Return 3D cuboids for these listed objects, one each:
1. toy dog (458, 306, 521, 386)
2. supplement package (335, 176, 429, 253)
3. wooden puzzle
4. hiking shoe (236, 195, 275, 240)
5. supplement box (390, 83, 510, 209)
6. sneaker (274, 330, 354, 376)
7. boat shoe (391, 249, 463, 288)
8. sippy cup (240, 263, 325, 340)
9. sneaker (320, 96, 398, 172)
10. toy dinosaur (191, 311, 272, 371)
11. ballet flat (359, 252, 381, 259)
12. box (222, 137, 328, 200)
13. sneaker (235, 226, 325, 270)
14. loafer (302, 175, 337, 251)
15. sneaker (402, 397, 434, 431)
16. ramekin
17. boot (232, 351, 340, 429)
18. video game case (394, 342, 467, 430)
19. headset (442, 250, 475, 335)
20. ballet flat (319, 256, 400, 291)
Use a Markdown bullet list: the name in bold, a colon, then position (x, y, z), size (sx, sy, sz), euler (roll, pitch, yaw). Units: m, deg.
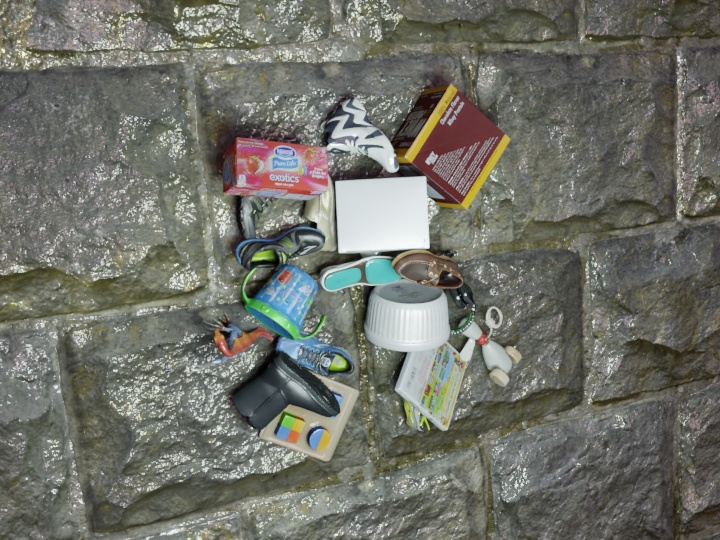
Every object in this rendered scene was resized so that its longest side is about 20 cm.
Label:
- **toy dog**: position (0.316, 0.198, 1.699), size (0.131, 0.096, 0.201), euler (-27, 93, -25)
- **supplement package**: position (0.048, -0.120, 1.481), size (0.198, 0.111, 0.157), euler (-3, 91, 1)
- **wooden puzzle**: position (-0.113, 0.337, 1.562), size (0.199, 0.046, 0.187), euler (25, 88, -23)
- **hiking shoe**: position (-0.211, -0.160, 1.436), size (0.100, 0.076, 0.202), euler (3, 96, -19)
- **supplement box**: position (0.196, -0.283, 1.550), size (0.199, 0.133, 0.198), euler (35, 84, -23)
- **sneaker**: position (-0.098, 0.191, 1.524), size (0.199, 0.089, 0.079), euler (17, 90, -22)
- **boat shoe**: position (0.155, 0.002, 1.482), size (0.199, 0.071, 0.071), euler (4, 136, -42)
- **sippy cup**: position (-0.163, 0.062, 1.465), size (0.131, 0.139, 0.178), euler (-56, 138, -16)
- **sneaker**: position (-0.013, -0.272, 1.477), size (0.129, 0.079, 0.200), euler (-34, 84, -2)
- **toy dinosaur**: position (-0.262, 0.138, 1.401), size (0.198, 0.181, 0.106), euler (-10, 101, -21)
- **ballet flat**: position (0.066, -0.107, 1.564), size (0.200, 0.069, 0.069), euler (-47, 111, -6)
- **box**: position (-0.174, -0.204, 1.368), size (0.198, 0.099, 0.096), euler (1, 84, -28)
- **sneaker**: position (-0.165, -0.038, 1.432), size (0.198, 0.083, 0.071), euler (-14, 131, -20)
- **loafer**: position (-0.095, -0.136, 1.486), size (0.068, 0.076, 0.202), euler (-15, 103, -25)
- **sneaker**: position (0.131, 0.289, 1.638), size (0.075, 0.076, 0.202), euler (11, 73, -38)
- **ramekin**: position (0.106, 0.094, 1.524), size (0.198, 0.200, 0.106), euler (-7, 112, -20)
- **boot**: position (-0.166, 0.295, 1.489), size (0.200, 0.077, 0.168), euler (42, 105, -14)
- **video game case**: position (0.175, 0.252, 1.622), size (0.182, 0.023, 0.201), euler (43, 51, -25)
- **headset**: position (0.217, 0.054, 1.632), size (0.122, 0.094, 0.202), euler (-2, 99, 12)
- **ballet flat**: position (0.000, 0.000, 1.507), size (0.198, 0.069, 0.070), euler (-10, 101, -19)
